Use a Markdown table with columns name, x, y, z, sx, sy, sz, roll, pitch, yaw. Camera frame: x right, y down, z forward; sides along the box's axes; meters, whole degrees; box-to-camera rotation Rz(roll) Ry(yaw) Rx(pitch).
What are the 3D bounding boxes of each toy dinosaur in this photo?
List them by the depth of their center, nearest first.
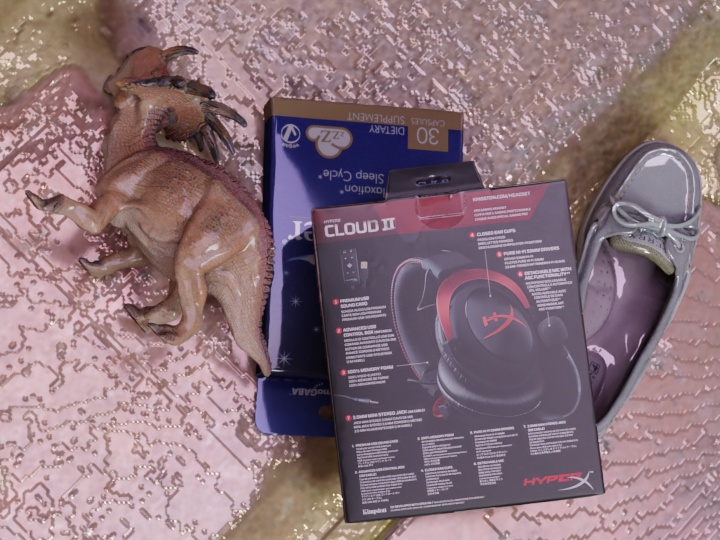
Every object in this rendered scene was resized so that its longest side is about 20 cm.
| name | x | y | z | sx | sy | sz | roll | pitch | yaw |
| --- | --- | --- | --- | --- | --- | --- | --- | --- | --- |
| toy dinosaur | -0.097 | -0.038 | 1.289 | 0.136 | 0.086 | 0.200 | -43 | 85 | -8 |

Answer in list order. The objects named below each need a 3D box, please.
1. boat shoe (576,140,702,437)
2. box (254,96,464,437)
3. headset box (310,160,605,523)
| name | x | y | z | sx | sy | sz | roll | pitch | yaw |
| --- | --- | --- | --- | --- | --- | --- | --- | --- | --- |
| boat shoe | 0.161 | 0.013 | 1.364 | 0.074 | 0.065 | 0.202 | 28 | 77 | -8 |
| box | 0.000 | 0.000 | 1.346 | 0.121 | 0.032 | 0.201 | 3 | 82 | -13 |
| headset box | 0.053 | 0.037 | 1.282 | 0.148 | 0.075 | 0.201 | -7 | 84 | 0 |
